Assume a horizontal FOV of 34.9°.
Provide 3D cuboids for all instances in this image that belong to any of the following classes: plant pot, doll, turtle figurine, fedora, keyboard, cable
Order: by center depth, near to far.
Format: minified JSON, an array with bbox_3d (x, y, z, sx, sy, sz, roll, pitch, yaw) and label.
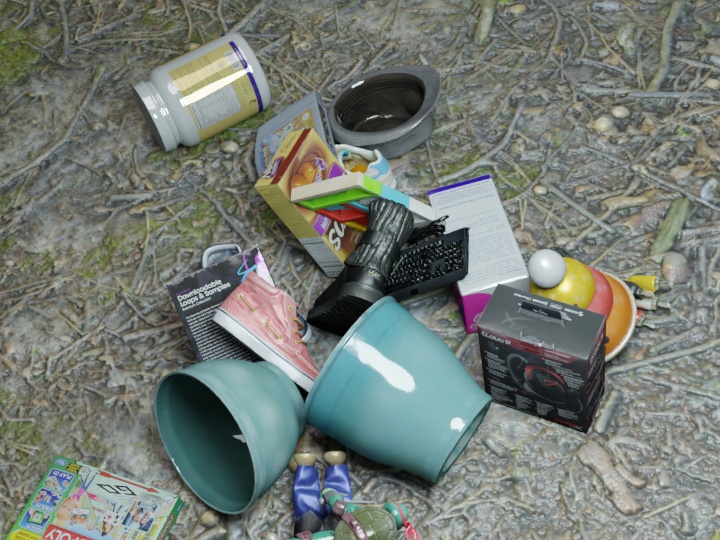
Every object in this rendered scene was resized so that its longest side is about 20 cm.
[{"bbox_3d":[-0.010,0.326,1.381,0.199,0.101,0.150,-23,68,-22],"label":"turtle figurine"},{"bbox_3d":[-0.053,0.332,1.450,0.136,0.049,0.201,-3,58,-3],"label":"doll"},{"bbox_3d":[0.058,0.168,1.476,0.188,0.200,0.200,35,65,15],"label":"plant pot"},{"bbox_3d":[-0.156,0.199,1.501,0.200,0.201,0.134,34,41,31],"label":"plant pot"},{"bbox_3d":[0.070,-0.017,1.625,0.200,0.040,0.104,-21,57,42],"label":"keyboard"},{"bbox_3d":[0.338,0.031,1.628,0.200,0.050,0.097,18,74,37],"label":"cable"},{"bbox_3d":[0.048,-0.244,1.850,0.199,0.090,0.177,-10,48,18],"label":"fedora"}]

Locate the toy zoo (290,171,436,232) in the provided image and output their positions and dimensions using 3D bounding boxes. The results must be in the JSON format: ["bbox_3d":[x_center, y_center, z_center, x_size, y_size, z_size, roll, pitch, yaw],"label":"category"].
[{"bbox_3d":[0.016,-0.088,1.630,0.131,0.200,0.021,-10,68,40],"label":"toy zoo"}]

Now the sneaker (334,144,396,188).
[{"bbox_3d":[-0.044,-0.162,1.811,0.199,0.081,0.077,3,54,21],"label":"sneaker"}]

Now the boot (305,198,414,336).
[{"bbox_3d":[0.002,0.001,1.599,0.079,0.211,0.158,24,66,-16],"label":"boot"}]

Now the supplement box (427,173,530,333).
[{"bbox_3d":[0.172,-0.025,1.651,0.103,0.101,0.200,-16,51,-1],"label":"supplement box"}]

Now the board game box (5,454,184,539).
[{"bbox_3d":[-0.353,0.335,1.521,0.199,0.029,0.135,13,55,20],"label":"board game box"}]

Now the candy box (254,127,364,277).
[{"bbox_3d":[-0.057,-0.098,1.689,0.056,0.200,0.117,-3,48,41],"label":"candy box"}]

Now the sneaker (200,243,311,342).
[{"bbox_3d":[-0.158,0.034,1.664,0.200,0.109,0.070,33,65,31],"label":"sneaker"}]

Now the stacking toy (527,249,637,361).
[{"bbox_3d":[0.267,0.032,1.510,0.146,0.200,0.147,-17,56,26],"label":"stacking toy"}]

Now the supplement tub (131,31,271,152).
[{"bbox_3d":[-0.266,-0.297,1.920,0.200,0.146,0.146,-29,53,-11],"label":"supplement tub"}]

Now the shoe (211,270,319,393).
[{"bbox_3d":[-0.100,0.091,1.563,0.200,0.071,0.091,38,80,-2],"label":"shoe"}]

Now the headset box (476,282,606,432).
[{"bbox_3d":[0.235,0.108,1.471,0.148,0.200,0.075,17,57,23],"label":"headset box"}]

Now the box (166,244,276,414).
[{"bbox_3d":[-0.170,0.082,1.611,0.143,0.036,0.201,-23,88,-7],"label":"box"}]

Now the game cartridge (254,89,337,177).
[{"bbox_3d":[-0.106,-0.193,1.813,0.133,0.042,0.200,-29,40,13],"label":"game cartridge"}]
